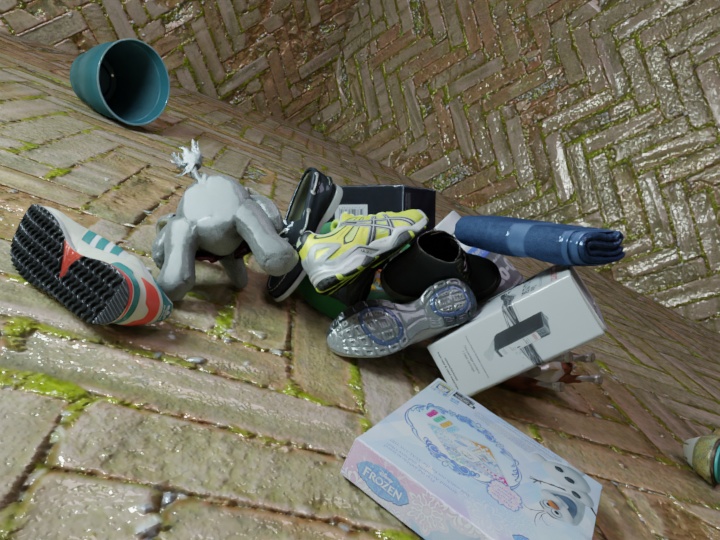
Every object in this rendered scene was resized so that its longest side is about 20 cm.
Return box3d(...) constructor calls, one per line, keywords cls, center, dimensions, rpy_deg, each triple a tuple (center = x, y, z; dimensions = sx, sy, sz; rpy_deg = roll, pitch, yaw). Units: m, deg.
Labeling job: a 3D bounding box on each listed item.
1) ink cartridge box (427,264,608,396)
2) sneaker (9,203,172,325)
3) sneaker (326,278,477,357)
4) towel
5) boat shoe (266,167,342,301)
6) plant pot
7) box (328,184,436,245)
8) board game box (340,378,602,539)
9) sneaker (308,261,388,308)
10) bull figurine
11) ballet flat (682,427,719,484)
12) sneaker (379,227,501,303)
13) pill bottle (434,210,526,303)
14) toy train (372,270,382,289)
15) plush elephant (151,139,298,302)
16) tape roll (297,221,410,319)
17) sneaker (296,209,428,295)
box3d(cls="ink cartridge box", center=(0.204, 0.074, 0.717), dimensions=(0.084, 0.199, 0.144), rpy_deg=(61, 21, 2))
box3d(cls="sneaker", center=(-0.277, 0.001, 0.570), dimensions=(0.199, 0.071, 0.093), rpy_deg=(29, -1, 26))
box3d(cls="sneaker", center=(0.052, 0.074, 0.705), dimensions=(0.198, 0.087, 0.075), rpy_deg=(-12, 68, -14))
box3d(cls="towel", center=(0.226, -0.039, 0.716), dimensions=(0.111, 0.049, 0.199), rpy_deg=(-3, 12, -38))
box3d(cls="boat shoe", center=(-0.092, -0.054, 0.770), dimensions=(0.060, 0.201, 0.075), rpy_deg=(37, -32, -30))
box3d(cls="plant pot", center=(-0.623, -0.477, 1.383), dimensions=(0.187, 0.202, 0.199), rpy_deg=(15, 10, 31))
box3d(cls="box", center=(0.029, -0.105, 1.087), dimensions=(0.198, 0.124, 0.198), rpy_deg=(3, 8, 25))
box3d(cls="board game box", center=(0.113, 0.194, 0.507), dimensions=(0.199, 0.044, 0.199), rpy_deg=(31, 17, 23))
box3d(cls="sneaker", center=(-0.005, -0.029, 0.774), dimensions=(0.090, 0.076, 0.200), rpy_deg=(21, 36, 12))
box3d(cls="bull figurine", center=(0.284, 0.146, 0.829), dimensions=(0.199, 0.066, 0.121), rpy_deg=(-3, -4, -42))
box3d(cls="ballet flat", center=(0.518, 0.270, 0.811), dimensions=(0.199, 0.071, 0.071), rpy_deg=(7, 23, -43))
box3d(cls="sneaker", center=(0.135, -0.002, 0.748), dimensions=(0.198, 0.106, 0.075), rpy_deg=(-2, 64, -29))
box3d(cls="pill bottle", center=(0.185, 0.008, 0.889), dimensions=(0.200, 0.114, 0.114), rpy_deg=(47, 18, 2))
box3d(cls="toy train", center=(0.033, 0.007, 0.968), dimensions=(0.149, 0.056, 0.200), rpy_deg=(12, 19, -34))
box3d(cls="plush elephant", center=(-0.179, -0.045, 0.707), dimensions=(0.155, 0.163, 0.201), rpy_deg=(90, -22, -70))
box3d(cls="tape roll", center=(0.000, 0.000, 0.837), dimensions=(0.199, 0.048, 0.201), rpy_deg=(10, 37, -8))
box3d(cls="sneaker", center=(0.009, -0.045, 0.678), dimensions=(0.199, 0.075, 0.077), rpy_deg=(-28, 80, -40))
